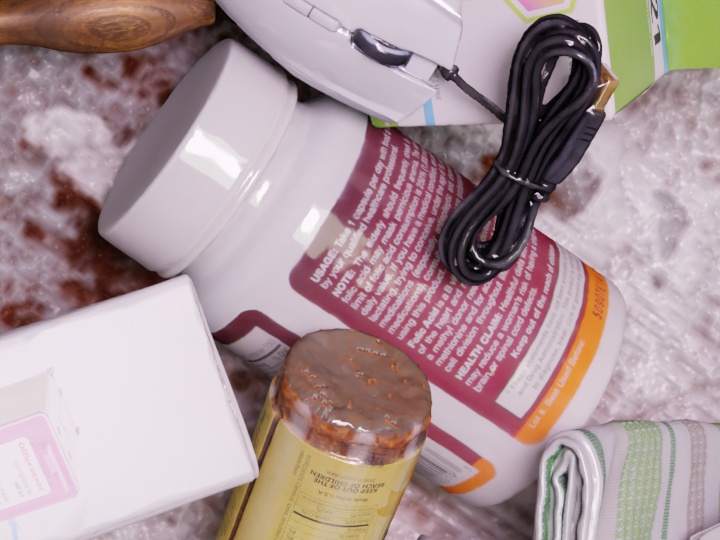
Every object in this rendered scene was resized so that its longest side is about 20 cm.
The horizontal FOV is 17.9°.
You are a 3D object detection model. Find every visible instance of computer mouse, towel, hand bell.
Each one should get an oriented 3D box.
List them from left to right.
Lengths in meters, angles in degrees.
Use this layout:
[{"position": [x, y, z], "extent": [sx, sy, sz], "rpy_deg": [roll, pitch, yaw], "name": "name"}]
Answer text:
[{"position": [-0.155, -0.094, 0.885], "extent": [0.200, 0.104, 0.104], "rpy_deg": [-5, 93, -11], "name": "hand bell"}, {"position": [-0.001, -0.092, 0.865], "extent": [0.200, 0.110, 0.044], "rpy_deg": [39, 35, 13], "name": "computer mouse"}, {"position": [0.123, 0.137, 0.962], "extent": [0.200, 0.031, 0.150], "rpy_deg": [4, 93, -60], "name": "towel"}]

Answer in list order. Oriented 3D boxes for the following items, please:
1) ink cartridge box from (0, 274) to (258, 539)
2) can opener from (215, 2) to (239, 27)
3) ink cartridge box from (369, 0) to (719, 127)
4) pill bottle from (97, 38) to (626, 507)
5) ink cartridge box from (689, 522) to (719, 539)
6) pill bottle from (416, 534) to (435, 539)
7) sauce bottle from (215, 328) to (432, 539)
[{"position": [-0.154, 0.074, 0.878], "extent": [0.200, 0.145, 0.085], "rpy_deg": [-18, 90, -16], "name": "ink cartridge box"}, {"position": [-0.072, -0.142, 0.944], "extent": [0.200, 0.079, 0.063], "rpy_deg": [25, 92, -7], "name": "can opener"}, {"position": [0.099, -0.136, 0.870], "extent": [0.076, 0.200, 0.148], "rpy_deg": [-37, 122, -57], "name": "ink cartridge box"}, {"position": [0.000, 0.000, 0.941], "extent": [0.200, 0.114, 0.114], "rpy_deg": [35, 82, -16], "name": "pill bottle"}, {"position": [0.220, 0.206, 0.965], "extent": [0.084, 0.144, 0.200], "rpy_deg": [-24, 122, -16], "name": "ink cartridge box"}, {"position": [0.018, 0.218, 0.953], "extent": [0.112, 0.112, 0.200], "rpy_deg": [29, 84, -16], "name": "pill bottle"}, {"position": [-0.028, 0.115, 0.916], "extent": [0.066, 0.066, 0.200], "rpy_deg": [9, 129, -17], "name": "sauce bottle"}]
